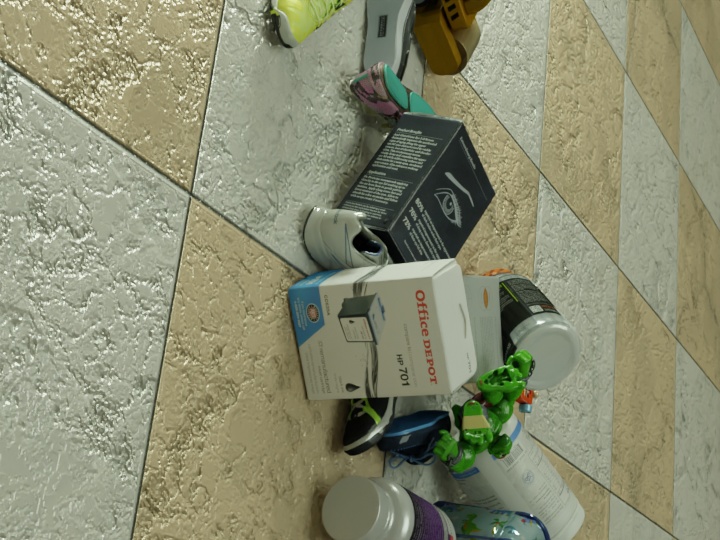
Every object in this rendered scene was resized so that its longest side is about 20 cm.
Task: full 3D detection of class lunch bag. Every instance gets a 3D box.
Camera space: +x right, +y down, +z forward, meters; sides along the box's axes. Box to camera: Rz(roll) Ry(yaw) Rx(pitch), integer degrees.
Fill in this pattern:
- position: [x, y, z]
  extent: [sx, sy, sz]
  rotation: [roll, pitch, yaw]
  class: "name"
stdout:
- position: [0.173, 0.411, 1.659]
  extent: [0.082, 0.198, 0.162]
  rotation: [-40, 118, -48]
  class: "lunch bag"

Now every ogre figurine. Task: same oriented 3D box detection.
- position: [0.171, 0.207, 1.662]
  extent: [0.120, 0.097, 0.201]
  rotation: [89, 21, -56]
  class: "ogre figurine"

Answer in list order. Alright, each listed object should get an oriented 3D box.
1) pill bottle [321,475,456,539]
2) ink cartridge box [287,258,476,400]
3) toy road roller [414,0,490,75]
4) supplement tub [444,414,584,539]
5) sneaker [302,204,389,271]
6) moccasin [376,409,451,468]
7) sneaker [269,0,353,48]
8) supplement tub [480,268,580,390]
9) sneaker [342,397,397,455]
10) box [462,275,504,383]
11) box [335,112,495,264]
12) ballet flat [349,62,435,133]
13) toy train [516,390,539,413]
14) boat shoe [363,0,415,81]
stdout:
- position: [0.034, 0.327, 1.509]
  extent: [0.200, 0.110, 0.113]
  rotation: [41, 51, -52]
  class: "pill bottle"
- position: [0.026, 0.073, 1.444]
  extent: [0.086, 0.198, 0.148]
  rotation: [-27, 108, -59]
  class: "ink cartridge box"
- position: [0.155, -0.409, 1.813]
  extent: [0.201, 0.145, 0.123]
  rotation: [65, 35, -31]
  class: "toy road roller"
- position: [0.228, 0.320, 1.782]
  extent: [0.201, 0.131, 0.132]
  rotation: [53, 36, -8]
  class: "supplement tub"
- position: [0.000, 0.000, 1.524]
  extent: [0.201, 0.086, 0.075]
  rotation: [58, 44, -40]
  class: "sneaker"
- position: [0.083, 0.237, 1.648]
  extent: [0.199, 0.080, 0.069]
  rotation: [-1, 91, -60]
  class: "moccasin"
- position: [-0.052, -0.350, 1.499]
  extent: [0.076, 0.076, 0.201]
  rotation: [66, 35, -34]
  class: "sneaker"
- position: [0.246, 0.085, 1.845]
  extent: [0.123, 0.122, 0.200]
  rotation: [63, -3, -34]
  class: "supplement tub"
- position: [0.005, 0.150, 1.555]
  extent: [0.083, 0.071, 0.201]
  rotation: [43, 44, -18]
  class: "sneaker"
- position: [0.118, 0.086, 1.706]
  extent: [0.199, 0.105, 0.154]
  rotation: [4, 82, -61]
  class: "box"
- position: [0.075, -0.088, 1.599]
  extent: [0.201, 0.104, 0.148]
  rotation: [-55, 137, -24]
  class: "box"
- position: [0.047, -0.225, 1.664]
  extent: [0.200, 0.071, 0.070]
  rotation: [34, 50, -54]
  class: "ballet flat"
- position: [0.256, 0.134, 2.010]
  extent: [0.150, 0.055, 0.202]
  rotation: [24, 68, -59]
  class: "toy train"
- position: [0.050, -0.350, 1.696]
  extent: [0.066, 0.069, 0.202]
  rotation: [41, 51, -61]
  class: "boat shoe"
